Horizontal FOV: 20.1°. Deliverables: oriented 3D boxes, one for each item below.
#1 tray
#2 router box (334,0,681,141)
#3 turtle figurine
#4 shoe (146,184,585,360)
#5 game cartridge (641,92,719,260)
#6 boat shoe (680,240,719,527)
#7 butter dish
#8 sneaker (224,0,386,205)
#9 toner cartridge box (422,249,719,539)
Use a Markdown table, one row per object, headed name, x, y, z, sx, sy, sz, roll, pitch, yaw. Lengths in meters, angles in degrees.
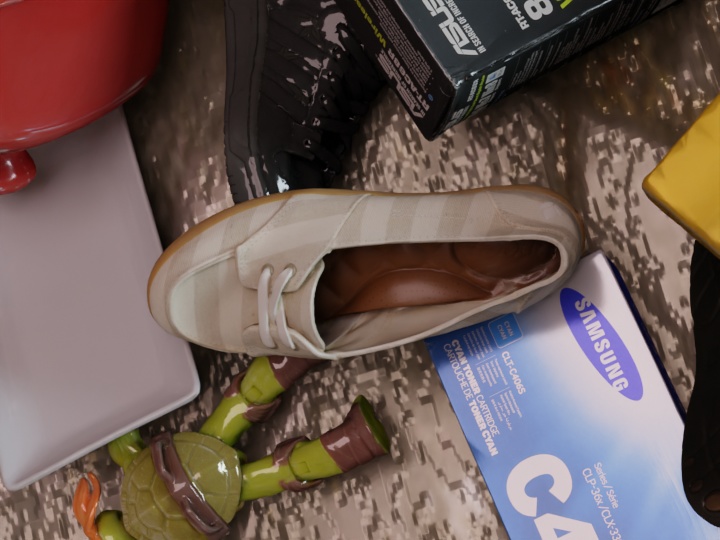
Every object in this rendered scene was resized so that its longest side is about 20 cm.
| name | x | y | z | sx | sy | sz | roll | pitch | yaw |
| --- | --- | --- | --- | --- | --- | --- | --- | --- | --- |
| tray | -0.141 | 0.006 | 0.990 | 0.107 | 0.022 | 0.201 | -28 | 54 | 12 |
| router box | 0.043 | -0.180 | 0.923 | 0.149 | 0.062 | 0.201 | -30 | 79 | -19 |
| turtle figurine | -0.077 | 0.089 | 0.962 | 0.161 | 0.064 | 0.200 | -37 | 72 | 8 |
| shoe | 0.000 | 0.000 | 0.894 | 0.199 | 0.053 | 0.070 | -10 | 111 | 7 |
| game cartridge | 0.238 | -0.034 | 0.780 | 0.200 | 0.032 | 0.176 | 44 | 95 | 21 |
| boat shoe | 0.191 | 0.023 | 0.892 | 0.074 | 0.076 | 0.201 | 19 | 70 | -20 |
| butter dish | -0.185 | -0.108 | 0.984 | 0.199 | 0.200 | 0.149 | 12 | 117 | 33 |
| sneaker | -0.008 | -0.104 | 0.965 | 0.104 | 0.060 | 0.201 | -11 | 66 | 16 |
| toner cartridge box | 0.111 | 0.102 | 0.913 | 0.095 | 0.043 | 0.201 | -27 | 74 | 9 |
